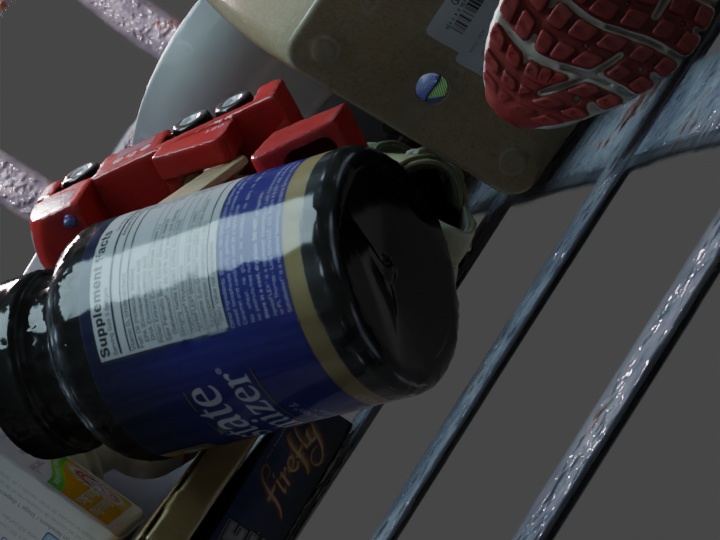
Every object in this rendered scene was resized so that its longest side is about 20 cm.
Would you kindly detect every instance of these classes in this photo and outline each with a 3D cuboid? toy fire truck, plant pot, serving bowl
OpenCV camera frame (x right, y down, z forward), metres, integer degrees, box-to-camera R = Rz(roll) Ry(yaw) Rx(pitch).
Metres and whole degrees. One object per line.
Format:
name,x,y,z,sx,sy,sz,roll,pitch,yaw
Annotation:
toy fire truck,-0.078,-0.035,1.410,0.199,0.049,0.141,-23,17,18
plant pot,0.047,-0.151,1.378,0.200,0.199,0.177,-55,17,18
serving bowl,-0.034,-0.083,1.604,0.200,0.066,0.201,-36,-35,-31

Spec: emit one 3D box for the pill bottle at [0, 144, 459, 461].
pill bottle,-0.066,0.021,1.293,0.199,0.112,0.112,-16,27,28

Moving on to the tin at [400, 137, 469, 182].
tin,0.000,0.000,1.636,0.200,0.042,0.112,-57,10,-3

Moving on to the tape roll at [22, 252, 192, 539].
tape roll,-0.148,0.084,1.716,0.203,0.139,0.203,25,-90,-88

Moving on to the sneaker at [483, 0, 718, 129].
sneaker,0.122,-0.133,1.225,0.200,0.078,0.082,-48,0,-16

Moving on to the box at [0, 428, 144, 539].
box,-0.216,0.107,1.387,0.113,0.200,0.101,-56,-2,3

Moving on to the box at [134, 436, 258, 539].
box,-0.106,0.143,1.353,0.164,0.021,0.200,-54,1,23

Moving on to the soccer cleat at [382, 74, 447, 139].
soccer cleat,0.077,-0.121,1.617,0.083,0.065,0.200,-3,22,25

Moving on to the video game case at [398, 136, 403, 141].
video game case,0.040,-0.158,1.783,0.200,0.036,0.181,-58,-23,-16

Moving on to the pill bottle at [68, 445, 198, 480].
pill bottle,-0.093,0.037,1.504,0.200,0.109,0.109,-32,-2,-18

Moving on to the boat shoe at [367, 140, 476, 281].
boat shoe,0.028,-0.025,1.406,0.062,0.072,0.200,-57,15,16

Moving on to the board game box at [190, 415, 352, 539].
board game box,-0.076,0.143,1.490,0.136,0.035,0.200,-59,6,-21
